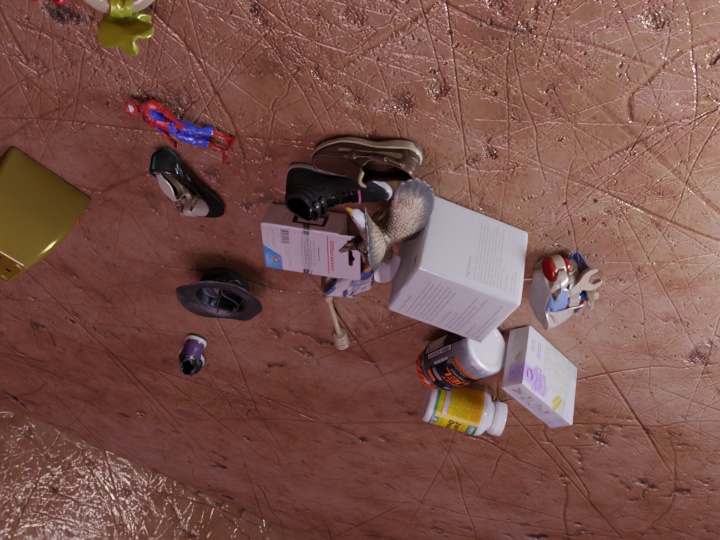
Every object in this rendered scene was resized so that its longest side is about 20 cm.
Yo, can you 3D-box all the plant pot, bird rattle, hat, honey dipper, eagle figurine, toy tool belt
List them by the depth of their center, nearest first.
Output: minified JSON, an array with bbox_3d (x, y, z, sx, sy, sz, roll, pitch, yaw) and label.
[{"bbox_3d":[-0.367,-0.422,1.123,0.162,0.113,0.200,-31,136,20],"label":"bird rattle"},{"bbox_3d":[0.036,-0.066,1.359,0.150,0.153,0.200,8,169,-24],"label":"eagle figurine"},{"bbox_3d":[0.388,0.021,1.461,0.122,0.126,0.201,-17,149,-7],"label":"toy tool belt"},{"bbox_3d":[-0.728,-0.097,1.648,0.194,0.201,0.195,37,140,-30],"label":"plant pot"},{"bbox_3d":[-0.317,0.042,1.794,0.199,0.082,0.201,6,152,3],"label":"hat"},{"bbox_3d":[-0.062,0.117,1.840,0.038,0.038,0.201,4,142,16],"label":"honey dipper"}]

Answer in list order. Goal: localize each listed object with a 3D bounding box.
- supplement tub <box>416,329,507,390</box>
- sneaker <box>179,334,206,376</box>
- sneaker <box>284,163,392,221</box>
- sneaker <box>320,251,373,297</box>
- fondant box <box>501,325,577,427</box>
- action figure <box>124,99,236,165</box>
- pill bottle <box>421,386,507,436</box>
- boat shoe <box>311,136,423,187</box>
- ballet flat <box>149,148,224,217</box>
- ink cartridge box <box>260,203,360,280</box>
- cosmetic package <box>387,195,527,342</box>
[{"bbox_3d":[0.221,0.197,1.758,0.122,0.123,0.200,30,144,-21],"label":"supplement tub"},{"bbox_3d":[-0.477,0.256,2.164,0.075,0.088,0.200,17,147,-3],"label":"sneaker"},{"bbox_3d":[-0.046,-0.128,1.413,0.198,0.100,0.071,10,145,6],"label":"sneaker"},{"bbox_3d":[0.000,0.000,1.625,0.088,0.076,0.200,14,153,-30],"label":"sneaker"},{"bbox_3d":[0.396,0.235,1.722,0.058,0.145,0.200,-20,133,42],"label":"fondant box"},{"bbox_3d":[-0.325,-0.252,1.396,0.199,0.052,0.065,25,149,-10],"label":"action figure"},{"bbox_3d":[0.262,0.350,1.975,0.198,0.114,0.113,15,147,-1],"label":"pill bottle"},{"bbox_3d":[0.003,-0.181,1.335,0.201,0.075,0.075,-1,144,23],"label":"boat shoe"},{"bbox_3d":[-0.345,-0.150,1.531,0.068,0.069,0.200,-10,139,32],"label":"ballet flat"},{"bbox_3d":[-0.089,-0.056,1.545,0.198,0.068,0.117,9,133,11],"label":"ink cartridge box"},{"bbox_3d":[0.179,0.001,1.447,0.198,0.167,0.168,20,146,-9],"label":"cosmetic package"}]
